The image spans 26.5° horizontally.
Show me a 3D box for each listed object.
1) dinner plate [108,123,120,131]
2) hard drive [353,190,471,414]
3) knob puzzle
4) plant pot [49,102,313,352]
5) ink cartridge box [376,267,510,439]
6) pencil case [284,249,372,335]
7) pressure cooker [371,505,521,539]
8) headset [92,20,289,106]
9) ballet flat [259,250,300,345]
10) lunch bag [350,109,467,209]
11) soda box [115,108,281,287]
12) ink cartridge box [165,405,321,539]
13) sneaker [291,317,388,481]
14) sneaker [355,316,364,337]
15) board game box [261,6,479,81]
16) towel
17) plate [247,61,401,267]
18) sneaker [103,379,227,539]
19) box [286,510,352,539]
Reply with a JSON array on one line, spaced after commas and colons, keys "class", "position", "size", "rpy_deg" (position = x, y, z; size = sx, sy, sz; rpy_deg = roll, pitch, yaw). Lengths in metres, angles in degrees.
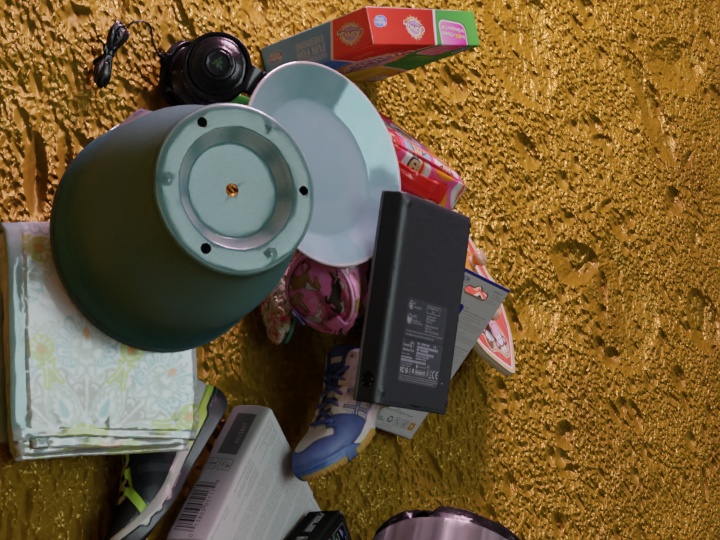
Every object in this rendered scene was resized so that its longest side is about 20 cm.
[{"class": "dinner plate", "position": [-0.185, -0.048, 1.456], "size": [0.199, 0.024, 0.203], "rpy_deg": [21, 62, -46]}, {"class": "hard drive", "position": [0.054, 0.034, 1.493], "size": [0.139, 0.033, 0.203], "rpy_deg": [16, 80, -56]}, {"class": "knob puzzle", "position": [0.136, 0.026, 1.756], "size": [0.220, 0.030, 0.221], "rpy_deg": [51, 23, -31]}, {"class": "plant pot", "position": [-0.132, -0.045, 1.241], "size": [0.198, 0.188, 0.203], "rpy_deg": [5, 78, -25]}, {"class": "ink cartridge box", "position": [0.071, 0.083, 1.627], "size": [0.094, 0.037, 0.201], "rpy_deg": [23, 106, -45]}, {"class": "pencil case", "position": [0.000, 0.000, 1.534], "size": [0.200, 0.082, 0.087], "rpy_deg": [-32, 144, -61]}, {"class": "pressure cooker", "position": [0.071, 0.349, 1.439], "size": [0.201, 0.176, 0.177], "rpy_deg": [-74, 154, -44]}, {"class": "headset", "position": [-0.158, -0.178, 1.467], "size": [0.199, 0.123, 0.095], "rpy_deg": [27, 78, -27]}, {"class": "ballet flat", "position": [-0.077, -0.018, 1.557], "size": [0.063, 0.076, 0.202], "rpy_deg": [22, 58, -9]}, {"class": "lunch bag", "position": [0.018, -0.120, 1.609], "size": [0.199, 0.176, 0.082], "rpy_deg": [27, 100, -40]}, {"class": "soda box", "position": [-0.158, -0.049, 1.400], "size": [0.063, 0.068, 0.201], "rpy_deg": [-40, 114, -15]}, {"class": "ink cartridge box", "position": [-0.100, 0.256, 1.466], "size": [0.201, 0.056, 0.163], "rpy_deg": [71, 33, -40]}, {"class": "sneaker", "position": [-0.018, 0.122, 1.512], "size": [0.200, 0.075, 0.089], "rpy_deg": [-48, 114, -41]}, {"class": "sneaker", "position": [0.049, 0.031, 1.695], "size": [0.199, 0.076, 0.086], "rpy_deg": [8, 66, -59]}, {"class": "board game box", "position": [0.013, -0.243, 1.660], "size": [0.199, 0.152, 0.041], "rpy_deg": [-10, 87, -51]}, {"class": "towel", "position": [-0.225, 0.059, 1.307], "size": [0.169, 0.048, 0.203], "rpy_deg": [1, 80, -27]}, {"class": "plate", "position": [-0.040, -0.099, 1.450], "size": [0.199, 0.025, 0.203], "rpy_deg": [16, 66, -40]}, {"class": "sneaker", "position": [-0.193, 0.168, 1.362], "size": [0.082, 0.072, 0.201], "rpy_deg": [33, 50, -4]}, {"class": "box", "position": [-0.046, 0.365, 1.453], "size": [0.193, 0.047, 0.202], "rpy_deg": [-46, 123, -55]}]
